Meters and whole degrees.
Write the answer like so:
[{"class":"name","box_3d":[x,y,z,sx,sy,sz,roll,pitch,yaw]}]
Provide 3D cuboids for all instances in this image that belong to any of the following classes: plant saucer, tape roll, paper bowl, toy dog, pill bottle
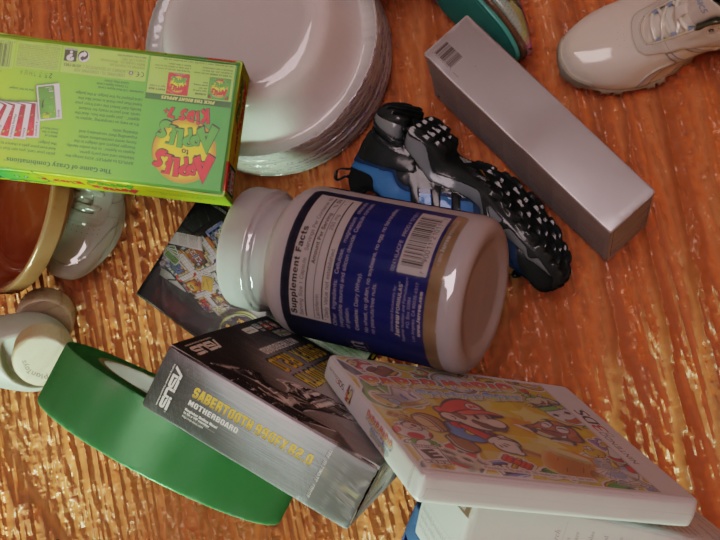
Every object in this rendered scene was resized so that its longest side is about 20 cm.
[{"class":"plant saucer","box_3d":[-0.288,-0.080,1.012,0.200,0.032,0.202,-5,83,48]},{"class":"tape roll","box_3d":[-0.137,0.119,0.895,0.200,0.200,0.048,26,85,17]},{"class":"paper bowl","box_3d":[-0.080,-0.186,0.991,0.199,0.104,0.202,-3,79,14]},{"class":"toy dog","box_3d":[-0.313,0.087,1.003,0.199,0.132,0.097,-5,117,17]},{"class":"pill bottle","box_3d":[0.000,0.000,0.901,0.199,0.116,0.116,13,83,24]}]

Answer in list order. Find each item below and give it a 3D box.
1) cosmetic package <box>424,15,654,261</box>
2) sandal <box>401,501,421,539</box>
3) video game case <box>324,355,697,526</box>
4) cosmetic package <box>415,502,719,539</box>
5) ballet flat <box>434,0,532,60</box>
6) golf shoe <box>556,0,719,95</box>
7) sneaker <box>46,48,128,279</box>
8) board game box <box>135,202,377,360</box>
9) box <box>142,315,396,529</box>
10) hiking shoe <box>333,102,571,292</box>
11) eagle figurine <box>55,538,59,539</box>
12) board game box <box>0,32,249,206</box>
[{"class":"cosmetic package","box_3d":[0.136,-0.101,0.932,0.051,0.083,0.200,-42,74,-5]},{"class":"sandal","box_3d":[0.064,0.186,0.895,0.079,0.087,0.201,6,83,13]},{"class":"video game case","box_3d":[0.094,0.110,0.813,0.199,0.182,0.023,9,105,-22]},{"class":"cosmetic package","box_3d":[0.146,0.183,0.820,0.199,0.102,0.074,14,96,-12]},{"class":"ballet flat","box_3d":[0.072,-0.248,0.991,0.200,0.069,0.071,36,70,17]},{"class":"golf shoe","box_3d":[0.243,-0.192,0.918,0.199,0.097,0.079,-13,78,12]},{"class":"sneaker","box_3d":[-0.227,-0.093,1.009,0.074,0.100,0.201,17,85,7]},{"class":"board game box","box_3d":[-0.078,0.031,0.991,0.200,0.023,0.105,34,88,17]},{"class":"box","box_3d":[-0.041,0.097,0.854,0.158,0.200,0.049,28,100,11]},{"class":"hiking shoe","box_3d":[0.077,-0.044,0.954,0.200,0.074,0.087,43,118,14]},{"class":"eagle figurine","box_3d":[-0.182,0.319,0.924,0.199,0.151,0.152,28,131,-12]},{"class":"board game box","box_3d":[-0.189,-0.112,0.905,0.199,0.048,0.102,7,84,2]}]
